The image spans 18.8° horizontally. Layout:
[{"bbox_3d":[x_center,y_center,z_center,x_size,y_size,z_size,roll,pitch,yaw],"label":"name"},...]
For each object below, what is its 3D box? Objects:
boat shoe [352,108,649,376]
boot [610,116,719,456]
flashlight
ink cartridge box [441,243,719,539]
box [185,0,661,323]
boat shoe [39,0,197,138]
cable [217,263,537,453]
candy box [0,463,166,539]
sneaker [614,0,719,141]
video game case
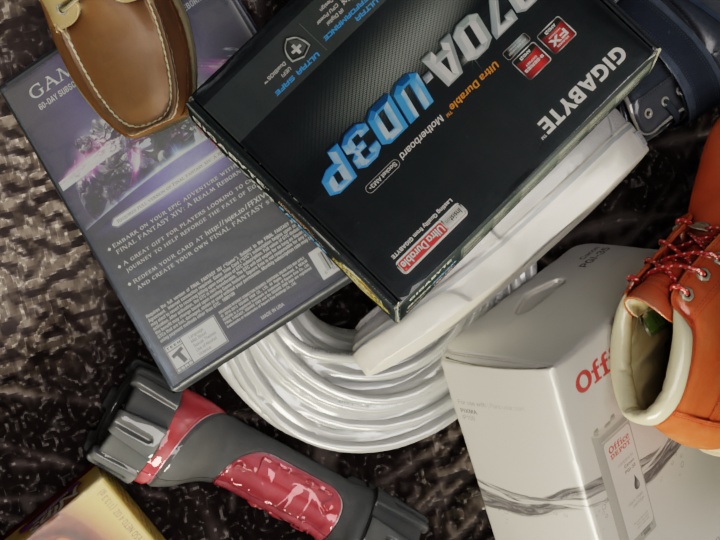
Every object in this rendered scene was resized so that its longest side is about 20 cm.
[{"bbox_3d":[0.064,-0.025,1.189,0.200,0.072,0.069,-41,83,3],"label":"boat shoe"},{"bbox_3d":[0.189,-0.004,1.167,0.107,0.075,0.201,14,82,-41],"label":"boot"},{"bbox_3d":[-0.058,0.125,1.249,0.200,0.068,0.068,31,89,-12],"label":"flashlight"},{"bbox_3d":[0.141,0.104,1.231,0.146,0.083,0.200,-35,117,-39],"label":"ink cartridge box"},{"bbox_3d":[0.032,-0.097,1.151,0.200,0.046,0.159,-44,81,-8],"label":"box"},{"bbox_3d":[-0.151,-0.166,1.165,0.076,0.074,0.200,-25,83,11],"label":"boat shoe"},{"bbox_3d":[0.000,0.000,1.246,0.200,0.069,0.200,37,89,-15],"label":"cable"},{"bbox_3d":[-0.133,0.223,1.252,0.117,0.056,0.200,-38,101,-4],"label":"candy box"},{"bbox_3d":[0.220,-0.095,1.266,0.146,0.077,0.202,-44,94,-14],"label":"sneaker"},{"bbox_3d":[-0.092,-0.056,1.193,0.143,0.019,0.200,-33,79,9],"label":"video game case"}]
